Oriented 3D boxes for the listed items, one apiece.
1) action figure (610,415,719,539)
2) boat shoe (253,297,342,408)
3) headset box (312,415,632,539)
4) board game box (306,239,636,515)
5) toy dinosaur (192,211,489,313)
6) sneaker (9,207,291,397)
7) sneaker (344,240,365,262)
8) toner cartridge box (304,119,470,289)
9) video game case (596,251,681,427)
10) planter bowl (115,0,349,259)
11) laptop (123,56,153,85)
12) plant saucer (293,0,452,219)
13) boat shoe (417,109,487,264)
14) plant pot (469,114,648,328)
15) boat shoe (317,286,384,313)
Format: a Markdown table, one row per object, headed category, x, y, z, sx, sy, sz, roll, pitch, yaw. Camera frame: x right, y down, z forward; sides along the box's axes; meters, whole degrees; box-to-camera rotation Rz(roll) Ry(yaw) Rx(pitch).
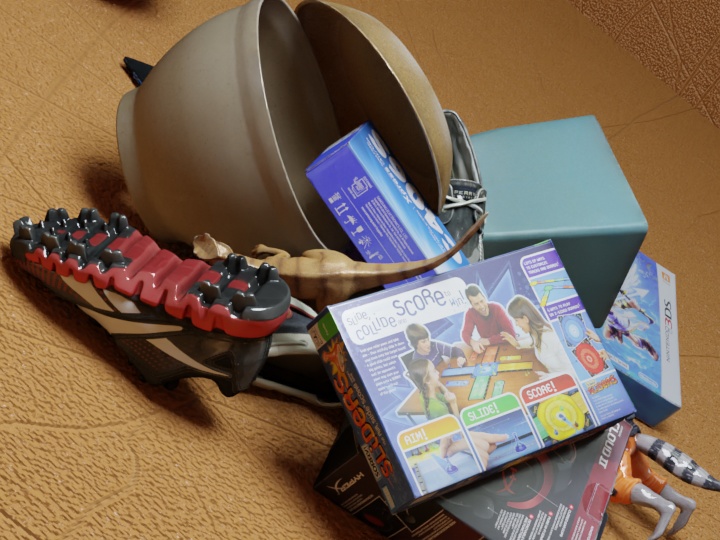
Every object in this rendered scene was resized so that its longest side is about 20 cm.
| category | x | y | z | sx | sy | sz | roll | pitch | yaw |
| --- | --- | --- | --- | --- | --- | --- | --- | --- | --- |
| action figure | 0.221 | 0.134 | 1.451 | 0.194 | 0.105 | 0.200 | 55 | 26 | 16 |
| boat shoe | -0.013 | 0.072 | 1.227 | 0.199 | 0.071 | 0.063 | 23 | 31 | -32 |
| headset box | 0.088 | 0.134 | 1.168 | 0.199 | 0.075 | 0.149 | 34 | 53 | -10 |
| board game box | 0.076 | 0.065 | 1.126 | 0.199 | 0.034 | 0.136 | -15 | 73 | -35 |
| toy dinosaur | -0.014 | 0.006 | 1.142 | 0.106 | 0.198 | 0.061 | 81 | 9 | -72 |
| sneaker | -0.143 | 0.024 | 1.112 | 0.199 | 0.099 | 0.071 | 19 | 29 | 15 |
| sneaker | 0.000 | 0.000 | 1.405 | 0.199 | 0.080 | 0.089 | 34 | 33 | -18 |
| toner cartridge box | 0.040 | -0.012 | 1.268 | 0.201 | 0.043 | 0.095 | 55 | 18 | -7 |
| video game case | 0.228 | 0.031 | 1.668 | 0.199 | 0.045 | 0.182 | 31 | 40 | -23 |
| planter bowl | -0.101 | -0.092 | 1.282 | 0.200 | 0.134 | 0.202 | -14 | 90 | -76 |
| laptop | -0.084 | -0.146 | 1.527 | 0.177 | 0.103 | 0.200 | 16 | 30 | -47 |
| plant saucer | 0.016 | -0.129 | 1.333 | 0.201 | 0.035 | 0.201 | 51 | -18 | 24 |
| boat shoe | 0.068 | -0.051 | 1.391 | 0.072 | 0.071 | 0.201 | 8 | 48 | -25 |
| plant pot | 0.124 | -0.036 | 1.521 | 0.198 | 0.142 | 0.142 | -5 | 51 | -19 |
| boat shoe | 0.038 | 0.064 | 1.343 | 0.200 | 0.072 | 0.068 | 40 | 15 | -27 |
